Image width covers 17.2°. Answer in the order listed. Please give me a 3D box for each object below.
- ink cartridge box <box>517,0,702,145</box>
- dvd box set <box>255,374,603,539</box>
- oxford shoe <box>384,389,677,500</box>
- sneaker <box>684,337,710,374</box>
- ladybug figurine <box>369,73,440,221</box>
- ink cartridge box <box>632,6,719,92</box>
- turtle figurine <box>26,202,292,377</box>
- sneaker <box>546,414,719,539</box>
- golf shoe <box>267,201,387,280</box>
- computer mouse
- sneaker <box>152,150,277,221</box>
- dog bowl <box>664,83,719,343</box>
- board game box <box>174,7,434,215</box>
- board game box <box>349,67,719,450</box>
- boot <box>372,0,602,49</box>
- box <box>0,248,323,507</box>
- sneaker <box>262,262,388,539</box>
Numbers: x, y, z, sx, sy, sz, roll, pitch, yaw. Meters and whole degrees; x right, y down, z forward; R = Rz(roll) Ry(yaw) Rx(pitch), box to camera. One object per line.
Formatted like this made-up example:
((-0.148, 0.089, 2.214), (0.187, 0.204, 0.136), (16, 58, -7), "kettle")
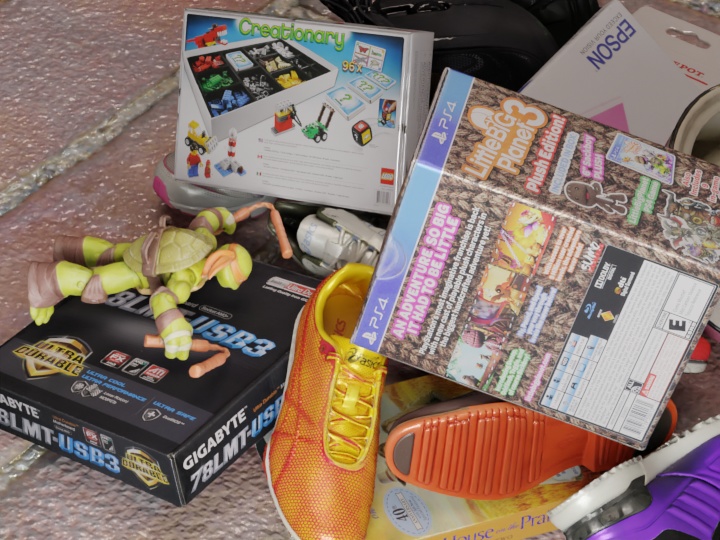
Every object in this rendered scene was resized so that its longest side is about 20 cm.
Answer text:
((0.192, -0.067, 1.702), (0.200, 0.043, 0.196), (46, 53, -2), "ink cartridge box")
((0.045, 0.129, 1.566), (0.198, 0.030, 0.147), (-13, 41, -15), "dvd box set")
((0.101, 0.096, 1.533), (0.198, 0.072, 0.073), (-4, 34, -23), "oxford shoe")
((0.157, -0.001, 1.597), (0.199, 0.085, 0.077), (33, 3, -1), "sneaker")
((0.036, -0.094, 1.767), (0.072, 0.137, 0.200), (-21, 6, 25), "ladybug figurine")
((0.206, -0.116, 1.832), (0.116, 0.068, 0.200), (27, 48, 29), "ink cartridge box")
((-0.140, 0.003, 1.595), (0.160, 0.065, 0.201), (-4, 36, 16), "turtle figurine")
((0.204, 0.161, 1.503), (0.199, 0.070, 0.100), (-19, 72, -45), "sneaker")
((0.000, 0.000, 1.638), (0.097, 0.079, 0.200), (23, 1, -31), "golf shoe")
((0.074, -0.175, 1.751), (0.199, 0.053, 0.139), (10, 30, -30), "computer mouse")
((-0.070, -0.106, 1.807), (0.199, 0.089, 0.081), (-24, 45, -26), "sneaker")
((0.282, -0.030, 1.663), (0.199, 0.074, 0.202), (13, 61, -23), "dog bowl")
((-0.043, -0.114, 1.682), (0.199, 0.127, 0.035), (10, 11, 33), "board game box")
((0.114, -0.006, 1.462), (0.199, 0.160, 0.097), (20, 42, 0), "board game box")
((0.103, -0.205, 1.903), (0.197, 0.074, 0.163), (-5, 13, 4), "boot")
((-0.129, 0.059, 1.614), (0.199, 0.050, 0.198), (18, 44, 37), "box")
((-0.017, 0.085, 1.505), (0.072, 0.077, 0.201), (11, 59, -18), "sneaker")
